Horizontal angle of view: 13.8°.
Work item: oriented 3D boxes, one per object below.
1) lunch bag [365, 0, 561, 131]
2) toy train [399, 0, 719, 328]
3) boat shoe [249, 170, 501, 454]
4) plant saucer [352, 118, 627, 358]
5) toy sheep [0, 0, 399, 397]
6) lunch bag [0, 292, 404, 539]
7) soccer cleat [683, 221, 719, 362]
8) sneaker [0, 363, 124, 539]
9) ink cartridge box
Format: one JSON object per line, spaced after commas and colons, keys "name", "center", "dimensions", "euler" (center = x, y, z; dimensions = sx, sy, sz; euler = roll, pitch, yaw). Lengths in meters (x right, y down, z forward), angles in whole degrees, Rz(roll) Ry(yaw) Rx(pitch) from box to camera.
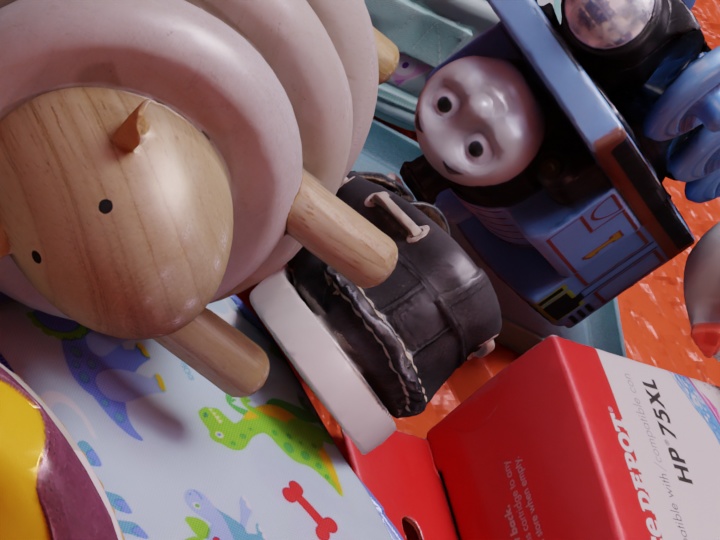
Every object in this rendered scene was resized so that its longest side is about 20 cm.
{"name": "lunch bag", "center": [-0.026, -0.139, 1.060], "dimensions": [0.199, 0.077, 0.161], "euler": [23, 37, -33]}
{"name": "toy train", "center": [0.075, -0.047, 0.973], "dimensions": [0.087, 0.114, 0.200], "euler": [54, 5, 15]}
{"name": "boat shoe", "center": [0.000, 0.000, 0.895], "dimensions": [0.074, 0.060, 0.200], "euler": [55, 0, -9]}
{"name": "plant saucer", "center": [0.013, -0.019, 1.043], "dimensions": [0.199, 0.019, 0.070], "euler": [27, 39, -29]}
{"name": "toy sheep", "center": [-0.056, -0.053, 0.778], "dimensions": [0.138, 0.138, 0.200], "euler": [33, 28, -23]}
{"name": "lunch bag", "center": [-0.055, 0.098, 0.785], "dimensions": [0.160, 0.082, 0.200], "euler": [-11, 63, -50]}
{"name": "soccer cleat", "center": [0.191, 0.054, 1.009], "dimensions": [0.200, 0.069, 0.078], "euler": [46, 29, -2]}
{"name": "sneaker", "center": [-0.130, 0.023, 0.668], "dimensions": [0.200, 0.075, 0.090], "euler": [47, 3, -5]}
{"name": "ink cartridge box", "center": [0.096, 0.096, 0.972], "dimensions": [0.199, 0.067, 0.117], "euler": [17, 45, -41]}
